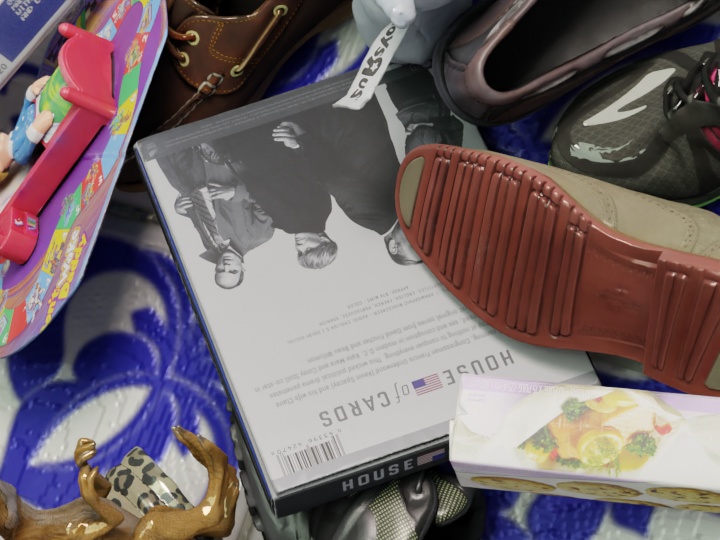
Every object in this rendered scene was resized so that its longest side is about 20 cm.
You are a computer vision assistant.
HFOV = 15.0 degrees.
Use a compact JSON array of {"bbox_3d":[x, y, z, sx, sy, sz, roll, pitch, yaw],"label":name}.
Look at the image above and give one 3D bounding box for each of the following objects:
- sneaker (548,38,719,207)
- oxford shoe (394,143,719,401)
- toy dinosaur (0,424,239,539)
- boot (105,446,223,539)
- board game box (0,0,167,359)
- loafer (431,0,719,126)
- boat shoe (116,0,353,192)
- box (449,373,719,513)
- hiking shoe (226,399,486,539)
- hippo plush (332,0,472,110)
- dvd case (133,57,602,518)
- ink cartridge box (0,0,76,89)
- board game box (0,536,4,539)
[{"bbox_3d":[0.163,-0.077,1.137,0.199,0.084,0.077,-14,65,29],"label":"sneaker"},{"bbox_3d":[0.105,-0.003,1.147,0.199,0.075,0.071,28,119,28],"label":"oxford shoe"},{"bbox_3d":[-0.081,0.127,1.158,0.107,0.199,0.060,-59,19,-10],"label":"toy dinosaur"},{"bbox_3d":[-0.097,0.193,1.188,0.153,0.074,0.204,-38,85,-15],"label":"boot"},{"bbox_3d":[-0.157,-0.059,1.292,0.158,0.039,0.201,2,72,63],"label":"board game box"},{"bbox_3d":[0.121,-0.127,1.167,0.200,0.063,0.072,-37,98,-3],"label":"loafer"},{"bbox_3d":[-0.064,-0.120,1.292,0.200,0.070,0.071,-44,58,10],"label":"boat shoe"},{"bbox_3d":[0.135,0.073,1.092,0.198,0.041,0.039,5,73,11],"label":"box"},{"bbox_3d":[0.003,0.101,1.183,0.100,0.076,0.201,-15,62,2],"label":"hiking shoe"},{"bbox_3d":[-0.006,-0.180,1.185,0.161,0.159,0.200,39,61,3],"label":"hippo plush"},{"bbox_3d":[0.000,0.000,1.193,0.149,0.025,0.201,-18,56,-8],"label":"dvd case"},{"bbox_3d":[-0.227,-0.142,1.376,0.200,0.041,0.200,-49,40,6],"label":"ink cartridge box"},{"bbox_3d":[-0.169,0.221,1.111,0.151,0.046,0.200,45,113,4],"label":"board game box"}]
